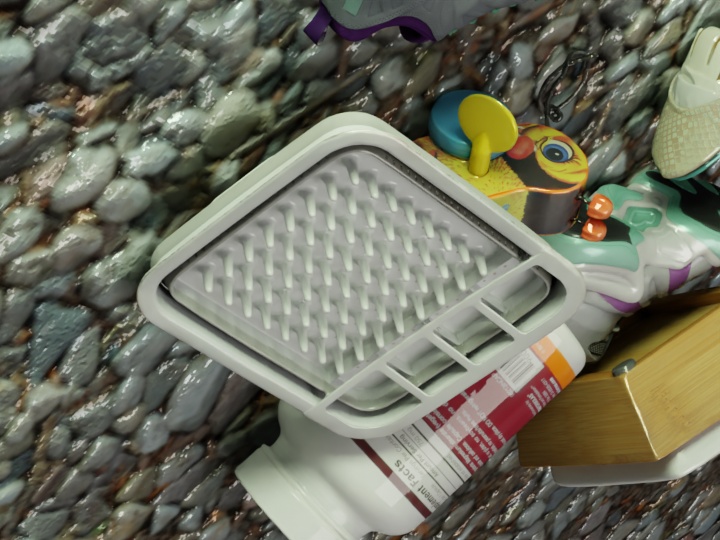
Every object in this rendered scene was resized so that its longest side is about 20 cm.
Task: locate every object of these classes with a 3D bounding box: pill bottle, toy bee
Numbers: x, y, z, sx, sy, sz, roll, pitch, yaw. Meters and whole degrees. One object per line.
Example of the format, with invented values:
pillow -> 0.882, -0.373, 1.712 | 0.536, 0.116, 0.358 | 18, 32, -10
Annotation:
pill bottle -> 0.026, 0.081, 1.275 | 0.200, 0.113, 0.113 | -43, 151, -2
toy bee -> 0.081, -0.053, 1.181 | 0.200, 0.109, 0.131 | -39, 148, -11

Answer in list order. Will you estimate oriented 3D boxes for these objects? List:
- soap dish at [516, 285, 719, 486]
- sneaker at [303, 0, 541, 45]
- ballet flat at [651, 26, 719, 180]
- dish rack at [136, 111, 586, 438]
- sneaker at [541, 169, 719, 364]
soap dish -> 0.200, 0.074, 1.439 | 0.157, 0.081, 0.200 | -32, -174, -21
sneaker -> 0.062, -0.156, 1.082 | 0.200, 0.074, 0.088 | -8, 148, -35
ballet flat -> 0.240, -0.144, 1.332 | 0.200, 0.067, 0.062 | -46, 122, -4
dish rack -> 0.000, 0.000, 1.125 | 0.172, 0.044, 0.200 | -35, 134, 25
sneaker -> 0.162, 0.010, 1.406 | 0.200, 0.078, 0.140 | -4, 133, -37
